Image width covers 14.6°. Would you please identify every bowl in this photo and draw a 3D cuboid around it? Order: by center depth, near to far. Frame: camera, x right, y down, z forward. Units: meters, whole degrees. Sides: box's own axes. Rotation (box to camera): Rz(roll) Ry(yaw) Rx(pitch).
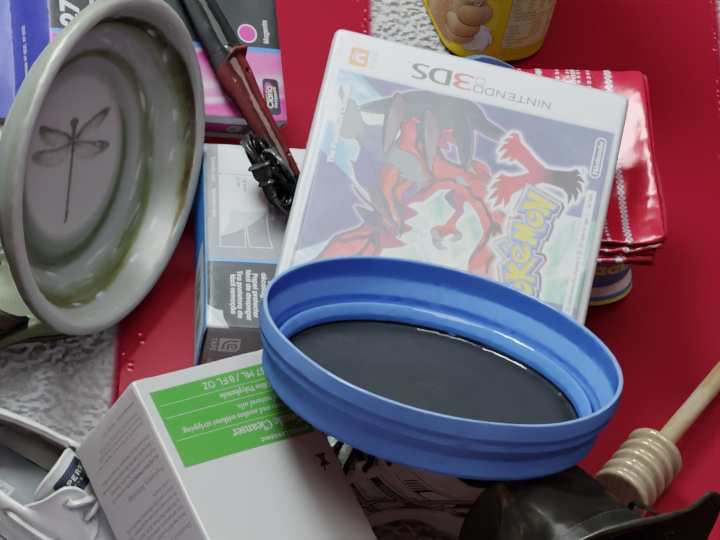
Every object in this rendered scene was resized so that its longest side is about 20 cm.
[{"bbox_3d":[0.041,0.052,1.513,0.200,0.040,0.201,12,22,-5],"label":"bowl"}]

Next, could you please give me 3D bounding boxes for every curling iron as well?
[{"bbox_3d":[-0.078,-0.124,1.692,0.025,0.050,0.201,-26,71,8],"label":"curling iron"}]

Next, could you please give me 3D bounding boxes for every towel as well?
[{"bbox_3d":[0.083,-0.068,1.700,0.199,0.023,0.145,2,54,-4],"label":"towel"}]

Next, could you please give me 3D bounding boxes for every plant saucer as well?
[{"bbox_3d":[-0.160,-0.065,1.618,0.050,0.201,0.200,13,46,26],"label":"plant saucer"}]

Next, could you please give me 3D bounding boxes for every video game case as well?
[{"bbox_3d":[0.051,-0.031,1.642,0.181,0.023,0.201,13,70,1],"label":"video game case"}]

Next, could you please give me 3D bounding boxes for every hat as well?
[{"bbox_3d":[0.103,0.147,1.506,0.200,0.201,0.081,-22,68,-27],"label":"hat"}]

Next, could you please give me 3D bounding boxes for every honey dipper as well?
[{"bbox_3d":[0.206,0.080,1.699,0.038,0.038,0.200,34,48,16],"label":"honey dipper"}]

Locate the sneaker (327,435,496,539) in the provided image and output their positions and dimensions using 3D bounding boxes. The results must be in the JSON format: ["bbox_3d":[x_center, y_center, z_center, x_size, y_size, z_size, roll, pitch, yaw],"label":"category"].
[{"bbox_3d":[0.020,0.103,1.603,0.199,0.088,0.076,3,52,-7],"label":"sneaker"}]

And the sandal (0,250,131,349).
[{"bbox_3d":[-0.224,0.015,1.641,0.200,0.057,0.080,-22,63,-30],"label":"sandal"}]

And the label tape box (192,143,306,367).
[{"bbox_3d":[0.000,0.000,1.699,0.199,0.063,0.145,3,51,-9],"label":"label tape box"}]

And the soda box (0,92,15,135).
[{"bbox_3d":[-0.202,-0.095,1.733,0.200,0.068,0.063,-31,63,-32],"label":"soda box"}]

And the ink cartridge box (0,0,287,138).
[{"bbox_3d":[-0.144,-0.134,1.709,0.199,0.037,0.095,2,69,-23],"label":"ink cartridge box"}]

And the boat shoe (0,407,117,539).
[{"bbox_3d":[-0.165,0.130,1.555,0.199,0.065,0.074,23,50,8],"label":"boat shoe"}]

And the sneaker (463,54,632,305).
[{"bbox_3d":[0.118,-0.074,1.773,0.074,0.082,0.200,-20,57,-23],"label":"sneaker"}]

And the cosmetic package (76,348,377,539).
[{"bbox_3d":[-0.057,0.154,1.509,0.107,0.085,0.200,-15,68,-39],"label":"cosmetic package"}]

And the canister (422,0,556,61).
[{"bbox_3d":[0.092,-0.253,1.837,0.086,0.200,0.149,-8,53,-17],"label":"canister"}]
